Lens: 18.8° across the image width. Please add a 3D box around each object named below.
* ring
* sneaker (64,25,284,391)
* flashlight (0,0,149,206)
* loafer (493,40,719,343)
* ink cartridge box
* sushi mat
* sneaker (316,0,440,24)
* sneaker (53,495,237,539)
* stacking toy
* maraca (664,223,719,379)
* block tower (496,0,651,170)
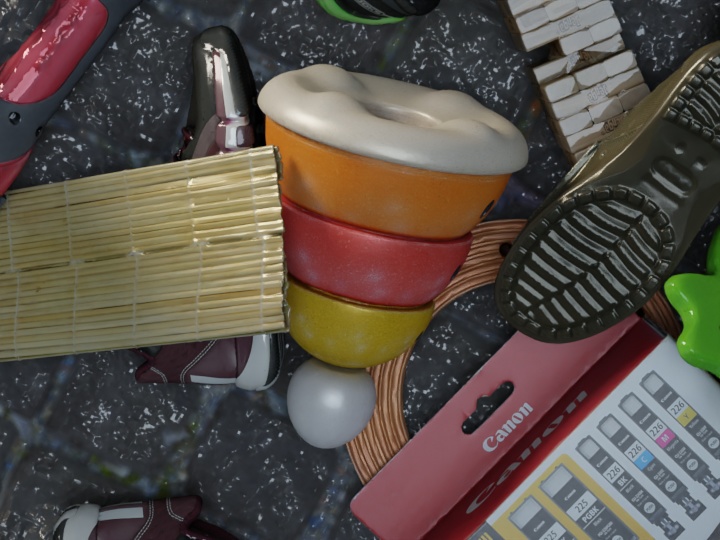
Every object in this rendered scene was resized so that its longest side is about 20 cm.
[{"bbox_3d":[0.088,0.070,1.229,0.200,0.019,0.201,0,95,-2],"label":"ring"},{"bbox_3d":[-0.107,-0.029,1.184,0.115,0.076,0.200,-5,95,4],"label":"sneaker"},{"bbox_3d":[-0.177,-0.114,1.172,0.068,0.068,0.200,35,96,-20],"label":"flashlight"},{"bbox_3d":[0.150,-0.041,1.145,0.076,0.067,0.200,44,109,-3],"label":"loafer"},{"bbox_3d":[0.120,0.128,1.185,0.176,0.084,0.200,43,93,-6],"label":"ink cartridge box"},{"bbox_3d":[-0.120,-0.006,1.150,0.200,0.012,0.096,-7,80,32],"label":"sushi mat"},{"bbox_3d":[0.019,-0.225,1.142,0.084,0.077,0.200,15,123,26],"label":"sneaker"},{"bbox_3d":[-0.094,0.219,1.202,0.115,0.076,0.200,-13,96,-4],"label":"sneaker"},{"bbox_3d":[0.000,0.000,1.169,0.146,0.146,0.200,12,106,-4],"label":"stacking toy"},{"bbox_3d":[0.233,0.026,1.157,0.137,0.200,0.107,50,131,9],"label":"maraca"},{"bbox_3d":[0.117,-0.121,1.192,0.058,0.054,0.200,-23,97,1],"label":"block tower"}]
